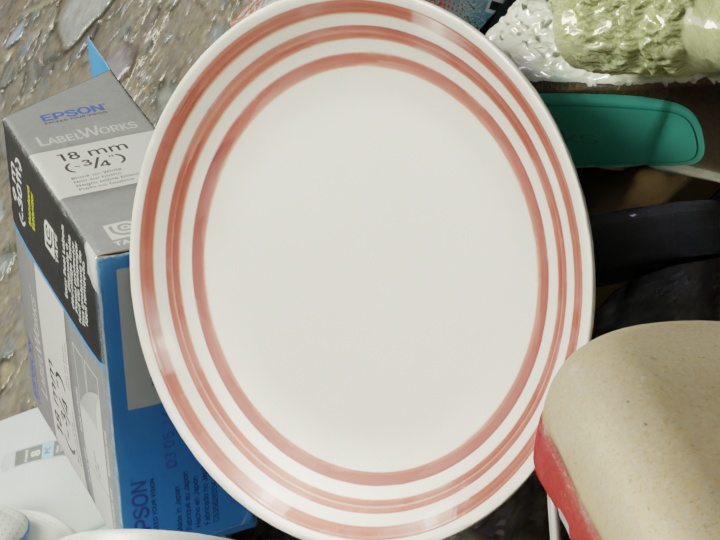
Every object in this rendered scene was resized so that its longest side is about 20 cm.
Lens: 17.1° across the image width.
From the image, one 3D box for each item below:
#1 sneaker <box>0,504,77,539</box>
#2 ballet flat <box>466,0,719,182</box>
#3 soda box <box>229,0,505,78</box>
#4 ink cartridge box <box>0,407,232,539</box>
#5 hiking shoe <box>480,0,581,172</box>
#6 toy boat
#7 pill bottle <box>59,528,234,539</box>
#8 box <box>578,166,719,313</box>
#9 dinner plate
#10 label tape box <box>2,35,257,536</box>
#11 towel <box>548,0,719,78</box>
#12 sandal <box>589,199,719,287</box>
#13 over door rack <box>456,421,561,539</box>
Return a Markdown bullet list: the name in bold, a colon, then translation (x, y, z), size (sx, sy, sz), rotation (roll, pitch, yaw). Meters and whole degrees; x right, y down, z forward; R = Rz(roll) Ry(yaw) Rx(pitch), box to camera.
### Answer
- **sneaker**: translation (-0.166, 0.157, 0.957), size (0.146, 0.081, 0.200), rotation (-32, 52, -13)
- **ballet flat**: translation (0.130, -0.064, 0.828), size (0.199, 0.072, 0.072), rotation (11, 71, 21)
- **soda box**: translation (0.042, -0.144, 0.927), size (0.200, 0.064, 0.068), rotation (-50, 16, -23)
- **ink cartridge box**: translation (-0.156, 0.129, 1.044), size (0.047, 0.199, 0.161), rotation (99, 172, -51)
- **hiking shoe**: translation (0.091, -0.078, 0.910), size (0.200, 0.074, 0.087), rotation (-49, 33, 21)
- **toy boat**: translation (0.124, 0.107, 0.745), size (0.200, 0.130, 0.131), rotation (-113, 29, -52)
- **pill bottle**: translation (-0.083, 0.207, 0.919), size (0.109, 0.109, 0.201), rotation (-17, 63, 48)
- **box**: translation (0.126, -0.094, 0.965), size (0.200, 0.021, 0.164), rotation (-47, 35, 24)
- **dinner plate**: translation (0.000, 0.000, 0.855), size (0.199, 0.024, 0.201), rotation (2, 94, 33)
- **label tape box**: translation (-0.109, 0.006, 1.026), size (0.200, 0.063, 0.145), rotation (-131, 33, -54)
- **towel**: translation (0.163, -0.123, 0.814), size (0.148, 0.037, 0.200), rotation (9, 43, 28)
- **sandal**: translation (0.054, 0.009, 0.908), size (0.200, 0.076, 0.043), rotation (-12, 85, 53)
- **over door rack**: translation (0.041, 0.142, 0.875), size (0.147, 0.066, 0.201), rotation (-10, 72, 52)
